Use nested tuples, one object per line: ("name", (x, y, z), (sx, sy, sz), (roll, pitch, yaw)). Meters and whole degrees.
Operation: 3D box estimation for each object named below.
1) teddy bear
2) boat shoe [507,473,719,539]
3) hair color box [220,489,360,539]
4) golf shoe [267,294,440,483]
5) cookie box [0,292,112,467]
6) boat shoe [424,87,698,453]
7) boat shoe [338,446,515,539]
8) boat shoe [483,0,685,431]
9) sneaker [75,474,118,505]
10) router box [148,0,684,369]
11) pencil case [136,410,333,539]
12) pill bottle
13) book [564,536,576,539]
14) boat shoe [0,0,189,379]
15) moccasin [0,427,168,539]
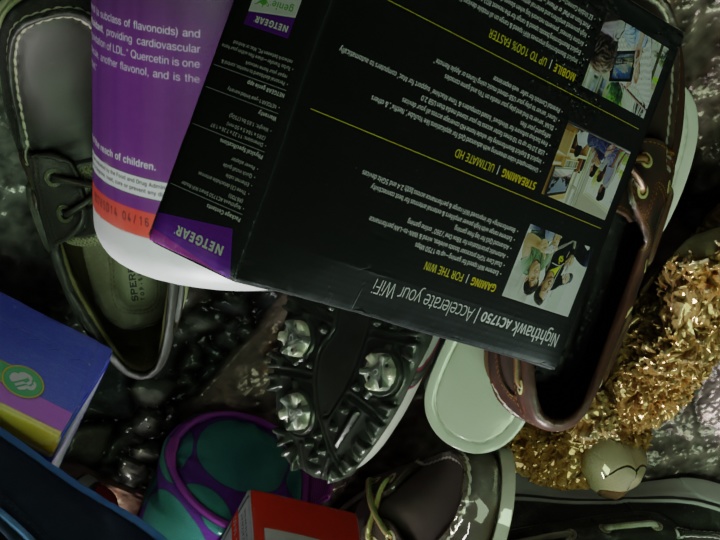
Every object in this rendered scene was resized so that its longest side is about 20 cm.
("teddy bear", (0.149, 0.045, 0.837), (0.067, 0.145, 0.200), (42, 105, 9))
("boat shoe", (0.146, 0.162, 0.964), (0.198, 0.064, 0.071), (5, 128, -16))
("hair color box", (-0.062, 0.218, 0.823), (0.063, 0.111, 0.201), (15, 125, -18))
("golf shoe", (0.025, 0.000, 0.748), (0.088, 0.077, 0.202), (18, 92, -52))
("cookie box", (-0.233, 0.088, 0.783), (0.170, 0.075, 0.201), (26, 121, -5))
("boat shoe", (0.093, -0.007, 0.811), (0.072, 0.062, 0.201), (30, 100, 4))
("boat shoe", (0.023, 0.136, 0.879), (0.059, 0.073, 0.200), (15, 155, -13))
("boat shoe", (0.103, -0.028, 0.740), (0.070, 0.070, 0.202), (9, 96, -6))
("sneaker", (-0.140, 0.186, 0.830), (0.084, 0.201, 0.077), (23, 123, -12))
("router box", (0.029, -0.054, 0.630), (0.199, 0.051, 0.150), (18, 94, -49))
("pencil case", (-0.087, 0.173, 0.910), (0.092, 0.085, 0.201), (18, 126, -5))
("pill bottle", (-0.048, -0.101, 0.652), (0.111, 0.113, 0.202), (-1, 111, -11))
("book", (0.055, 0.232, 0.851), (0.199, 0.048, 0.135), (-22, 139, -52))
("boat shoe", (-0.109, -0.036, 0.742), (0.072, 0.065, 0.201), (-16, 133, -2))
("moccasin", (-0.164, 0.103, 0.690), (0.198, 0.068, 0.081), (23, 124, 2))
